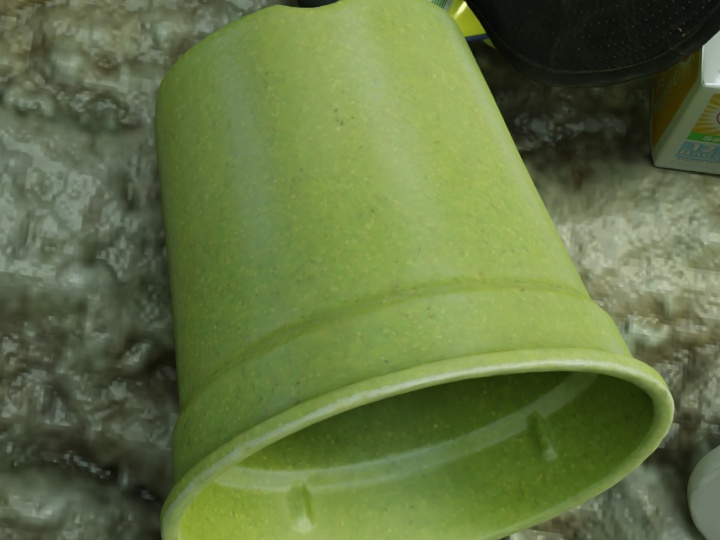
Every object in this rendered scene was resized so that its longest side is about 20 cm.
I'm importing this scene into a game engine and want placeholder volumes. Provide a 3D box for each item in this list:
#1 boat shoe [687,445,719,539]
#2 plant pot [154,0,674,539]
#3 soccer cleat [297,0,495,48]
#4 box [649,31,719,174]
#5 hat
[{"bbox_3d":[0.235,0.060,1.115,0.200,0.093,0.075,-14,119,10],"label":"boat shoe"},{"bbox_3d":[0.000,0.000,1.031,0.200,0.200,0.185,-10,65,-14],"label":"plant pot"},{"bbox_3d":[0.058,-0.145,1.146,0.200,0.065,0.084,-37,115,-23],"label":"soccer cleat"},{"bbox_3d":[0.233,-0.096,1.123,0.200,0.113,0.102,6,74,-2],"label":"box"},{"bbox_3d":[0.110,-0.173,1.059,0.081,0.200,0.201,-5,73,-48],"label":"hat"}]
